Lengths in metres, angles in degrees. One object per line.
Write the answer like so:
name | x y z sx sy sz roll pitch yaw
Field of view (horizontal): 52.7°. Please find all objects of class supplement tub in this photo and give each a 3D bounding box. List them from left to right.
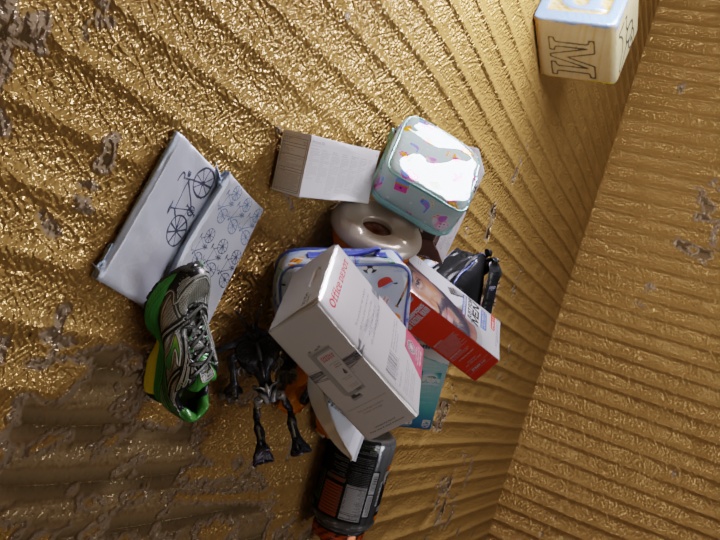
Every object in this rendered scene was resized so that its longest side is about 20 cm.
supplement tub | -0.017 0.380 1.309 0.122 0.122 0.201 8 99 -64

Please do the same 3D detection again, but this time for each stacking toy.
stacking toy | 0.000 0.000 1.149 0.146 0.146 0.200 -36 154 -51

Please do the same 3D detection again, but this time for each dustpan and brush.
dustpan and brush | -0.040 0.136 0.962 0.200 0.057 0.140 45 37 -15

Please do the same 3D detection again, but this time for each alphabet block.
alphabet block | 0.546 -0.595 1.747 0.196 0.196 0.200 -62 152 -19

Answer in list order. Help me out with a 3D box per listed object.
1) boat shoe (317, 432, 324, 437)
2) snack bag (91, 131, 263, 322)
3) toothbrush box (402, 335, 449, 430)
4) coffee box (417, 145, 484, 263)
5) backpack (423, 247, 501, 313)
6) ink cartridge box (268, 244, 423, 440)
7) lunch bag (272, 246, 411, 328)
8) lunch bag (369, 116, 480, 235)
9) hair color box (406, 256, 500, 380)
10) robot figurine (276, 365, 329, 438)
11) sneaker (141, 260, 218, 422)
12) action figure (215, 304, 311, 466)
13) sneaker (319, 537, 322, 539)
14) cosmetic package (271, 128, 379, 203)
boat shoe | -0.041 0.195 1.218 0.075 0.093 0.200 -27 159 -47
snack bag | -0.195 -0.036 0.825 0.189 0.021 0.200 -65 153 -15
toothbrush box | 0.097 0.159 1.304 0.147 0.085 0.201 -99 -163 -63
coffee box | 0.129 -0.128 1.299 0.201 0.114 0.080 -64 153 -19
backpack | 0.176 0.066 1.468 0.200 0.154 0.191 -31 124 -45
ink cartridge box | -0.010 0.088 0.920 0.200 0.083 0.147 50 25 -19
lunch bag | -0.023 0.040 1.024 0.076 0.199 0.161 -118 -152 -67
lunch bag | 0.102 -0.155 1.160 0.077 0.160 0.200 -59 -175 40
hair color box | 0.130 0.071 1.159 0.064 0.200 0.111 -48 -168 30
robot figurine | -0.040 0.145 1.117 0.201 0.145 0.058 -62 163 -5
sneaker | -0.186 0.079 0.804 0.078 0.085 0.201 -26 137 -44
action figure | -0.131 0.151 0.963 0.102 0.118 0.201 139 -61 -68
sneaker | -0.011 0.484 1.439 0.200 0.075 0.116 -49 148 -41
cosmetic package | -0.045 -0.143 1.021 0.200 0.050 0.083 -4 111 -63
